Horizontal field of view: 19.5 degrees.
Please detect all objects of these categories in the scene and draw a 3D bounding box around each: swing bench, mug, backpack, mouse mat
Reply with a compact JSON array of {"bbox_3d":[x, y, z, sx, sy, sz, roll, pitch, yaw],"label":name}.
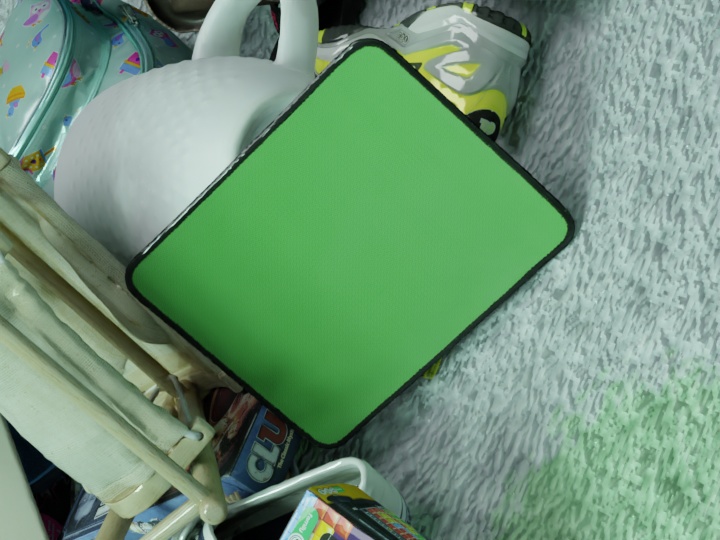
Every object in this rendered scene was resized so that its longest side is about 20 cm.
[{"bbox_3d":[-0.171,0.049,1.133,0.130,0.199,0.200,-39,21,23],"label":"swing bench"},{"bbox_3d":[-0.071,-0.075,1.201,0.175,0.147,0.202,-5,73,59],"label":"mug"},{"bbox_3d":[-0.184,-0.096,1.440,0.200,0.153,0.177,38,99,48],"label":"backpack"},{"bbox_3d":[-0.007,-0.009,1.108,0.200,0.161,0.008,-43,19,19],"label":"mouse mat"}]

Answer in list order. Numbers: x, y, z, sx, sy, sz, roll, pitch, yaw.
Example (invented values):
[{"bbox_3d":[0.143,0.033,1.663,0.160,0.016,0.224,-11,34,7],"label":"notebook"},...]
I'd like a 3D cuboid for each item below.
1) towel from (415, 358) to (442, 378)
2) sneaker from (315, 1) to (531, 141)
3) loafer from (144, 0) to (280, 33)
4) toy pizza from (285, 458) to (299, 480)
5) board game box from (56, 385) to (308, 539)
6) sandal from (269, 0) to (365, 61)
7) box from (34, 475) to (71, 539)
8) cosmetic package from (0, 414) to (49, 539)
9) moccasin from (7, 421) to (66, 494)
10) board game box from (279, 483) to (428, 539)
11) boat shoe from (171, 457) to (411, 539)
[{"bbox_3d":[0.000,0.000,1.238,0.200,0.018,0.087,22,91,57],"label":"towel"},{"bbox_3d":[0.014,-0.098,1.220,0.199,0.075,0.077,-13,60,53],"label":"sneaker"},{"bbox_3d":[-0.069,-0.200,1.314,0.199,0.073,0.071,-27,36,37],"label":"loafer"},{"bbox_3d":[-0.104,0.183,1.222,0.200,0.032,0.201,-47,21,25],"label":"toy pizza"},{"bbox_3d":[-0.096,0.098,1.243,0.200,0.035,0.136,-27,33,48],"label":"board game box"},{"bbox_3d":[-0.022,-0.195,1.351,0.201,0.045,0.075,-63,34,9],"label":"sandal"},{"bbox_3d":[-0.284,0.185,1.440,0.115,0.132,0.201,-35,46,39],"label":"box"},{"bbox_3d":[-0.237,0.169,1.305,0.104,0.073,0.201,105,143,-58],"label":"cosmetic package"},{"bbox_3d":[-0.164,0.080,1.390,0.200,0.068,0.081,-46,53,23],"label":"moccasin"},{"bbox_3d":[0.001,0.231,1.011,0.165,0.057,0.201,34,102,25],"label":"board game box"},{"bbox_3d":[-0.072,0.155,1.114,0.199,0.065,0.074,-30,46,4],"label":"boat shoe"}]
